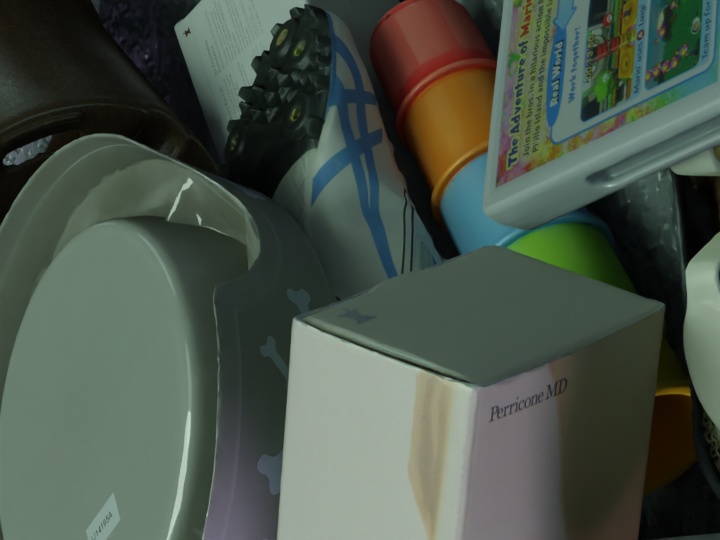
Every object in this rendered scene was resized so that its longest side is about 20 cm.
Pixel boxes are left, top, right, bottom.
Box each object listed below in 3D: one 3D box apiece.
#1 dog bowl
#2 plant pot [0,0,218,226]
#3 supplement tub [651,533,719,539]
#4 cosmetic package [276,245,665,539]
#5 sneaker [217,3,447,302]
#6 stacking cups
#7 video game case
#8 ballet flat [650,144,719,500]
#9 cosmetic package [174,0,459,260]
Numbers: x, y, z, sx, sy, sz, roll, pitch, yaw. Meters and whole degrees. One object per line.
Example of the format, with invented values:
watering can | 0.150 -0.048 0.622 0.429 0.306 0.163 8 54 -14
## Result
dog bowl | -0.073 0.056 0.943 0.200 0.058 0.201 -16 71 56
plant pot | -0.158 -0.037 1.117 0.198 0.199 0.201 41 126 47
supplement tub | 0.120 0.182 0.794 0.132 0.131 0.201 2 96 54
cosmetic package | 0.029 0.104 0.852 0.071 0.105 0.201 19 116 35
sneaker | 0.000 0.000 0.961 0.072 0.072 0.201 -40 52 42
stacking cups | 0.051 -0.013 0.951 0.200 0.060 0.061 61 138 36
video game case | 0.106 -0.129 0.840 0.182 0.024 0.201 -25 51 53
ballet flat | 0.122 -0.017 0.853 0.073 0.073 0.201 -3 92 54
cosmetic package | -0.002 -0.025 1.039 0.082 0.050 0.201 -37 65 45
